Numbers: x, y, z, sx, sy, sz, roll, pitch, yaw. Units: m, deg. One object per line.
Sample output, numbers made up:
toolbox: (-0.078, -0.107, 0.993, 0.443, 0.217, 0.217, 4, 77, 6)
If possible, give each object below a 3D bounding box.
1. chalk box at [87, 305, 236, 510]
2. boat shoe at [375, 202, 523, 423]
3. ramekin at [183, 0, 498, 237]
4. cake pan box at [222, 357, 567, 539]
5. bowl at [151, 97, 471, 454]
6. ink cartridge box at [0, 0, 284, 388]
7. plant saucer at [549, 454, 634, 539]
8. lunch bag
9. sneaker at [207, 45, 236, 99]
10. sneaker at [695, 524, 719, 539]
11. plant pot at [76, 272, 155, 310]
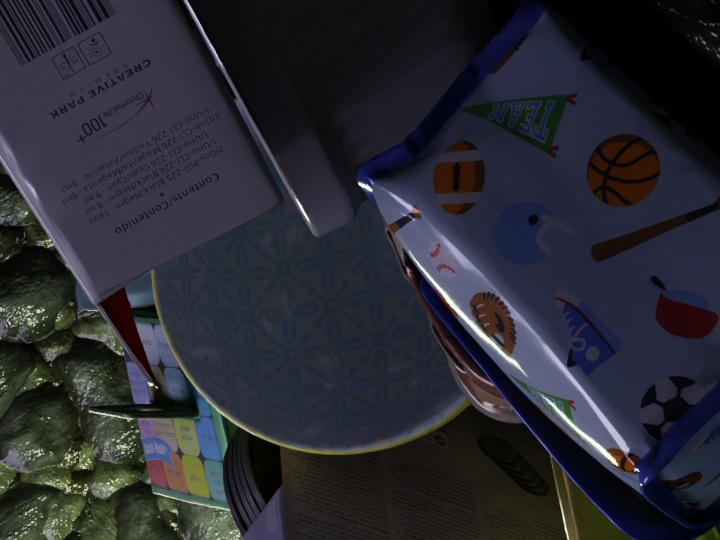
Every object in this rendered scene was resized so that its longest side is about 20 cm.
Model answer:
chalk box: (-0.069, 0.073, 1.195, 0.125, 0.199, 0.125, 3, 108, 57)
boat shoe: (0.046, -0.026, 0.909, 0.201, 0.075, 0.072, 64, -174, 14)
ramekin: (-0.021, -0.125, 0.801, 0.201, 0.105, 0.200, 61, 179, 1)
cake pan box: (0.023, 0.129, 1.039, 0.199, 0.052, 0.185, 21, -148, -23)
bowl: (0.000, 0.000, 1.007, 0.200, 0.200, 0.108, 50, -176, 15)
ink cartridge box: (-0.102, -0.077, 0.756, 0.176, 0.083, 0.200, 62, 179, -27)
plant saucer: (0.134, 0.135, 1.013, 0.200, 0.048, 0.201, 69, -169, -71)
lunch bag: (0.105, 0.014, 0.766, 0.170, 0.124, 0.200, 49, -177, 21)
sneaker: (-0.098, -0.135, 1.124, 0.115, 0.080, 0.201, -21, 91, 58)
sneaker: (0.183, 0.137, 0.928, 0.200, 0.074, 0.084, 53, 165, -2)
plant pot: (-0.103, -0.064, 1.261, 0.200, 0.199, 0.135, -167, 64, -73)
